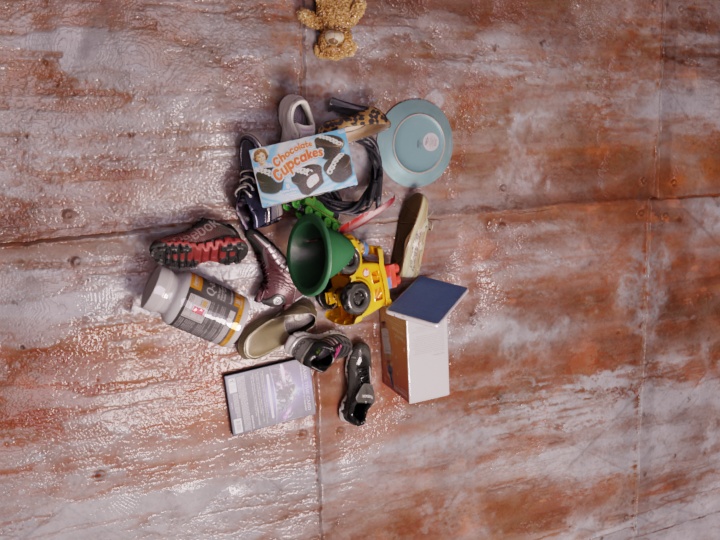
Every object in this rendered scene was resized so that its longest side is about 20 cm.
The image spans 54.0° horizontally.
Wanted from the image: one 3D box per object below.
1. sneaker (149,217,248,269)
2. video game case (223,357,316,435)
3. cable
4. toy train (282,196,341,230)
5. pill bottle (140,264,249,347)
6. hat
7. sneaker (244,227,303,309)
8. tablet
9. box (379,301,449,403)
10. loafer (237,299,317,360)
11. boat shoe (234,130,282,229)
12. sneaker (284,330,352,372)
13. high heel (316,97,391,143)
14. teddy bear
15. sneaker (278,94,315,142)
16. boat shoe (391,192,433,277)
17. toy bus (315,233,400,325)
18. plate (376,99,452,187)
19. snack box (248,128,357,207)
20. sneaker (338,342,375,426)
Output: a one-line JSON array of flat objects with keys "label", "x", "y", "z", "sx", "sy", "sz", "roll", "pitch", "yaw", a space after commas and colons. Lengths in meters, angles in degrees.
[{"label": "sneaker", "x": -0.333, "y": -0.058, "z": 1.438, "sx": 0.199, "sy": 0.098, "sz": 0.071, "roll": -5, "pitch": 142, "yaw": -28}, {"label": "video game case", "x": -0.203, "y": 0.282, "z": 1.599, "sx": 0.198, "sy": 0.019, "sz": 0.144, "roll": -11, "pitch": 104, "yaw": -22}, {"label": "cable", "x": -0.025, "y": -0.219, "z": 1.555, "sx": 0.162, "sy": 0.051, "sz": 0.202, "roll": 6, "pitch": 84, "yaw": -18}, {"label": "toy train", "x": -0.112, "y": -0.137, "z": 1.519, "sx": 0.199, "sy": 0.041, "sz": 0.057, "roll": 29, "pitch": 63, "yaw": -45}, {"label": "pill bottle", "x": -0.338, "y": 0.071, "z": 1.448, "sx": 0.199, "sy": 0.116, "sz": 0.117, "roll": 27, "pitch": 89, "yaw": -25}, {"label": "hat", "x": -0.032, "y": -0.040, "z": 1.459, "sx": 0.175, "sy": 0.200, "sz": 0.167, "roll": -4, "pitch": 72, "yaw": -36}, {"label": "sneaker", "x": -0.204, "y": 0.009, "z": 1.518, "sx": 0.115, "sy": 0.076, "sz": 0.200, "roll": -43, "pitch": 110, "yaw": -2}, {"label": "tablet", "x": 0.154, "y": 0.068, "z": 1.601, "sx": 0.200, "sy": 0.129, "sz": 0.014, "roll": -39, "pitch": 138, "yaw": -53}, {"label": "box", "x": 0.124, "y": 0.183, "z": 1.643, "sx": 0.105, "sy": 0.152, "sz": 0.202, "roll": -8, "pitch": 102, "yaw": -22}, {"label": "loafer", "x": -0.180, "y": 0.130, "z": 1.552, "sx": 0.199, "sy": 0.067, "sz": 0.076, "roll": -35, "pitch": 111, "yaw": -13}, {"label": "boat shoe", "x": -0.223, "y": -0.180, "z": 1.454, "sx": 0.093, "sy": 0.074, "sz": 0.202, "roll": -38, "pitch": 118, "yaw": -52}, {"label": "sneaker", "x": -0.078, "y": 0.184, "z": 1.563, "sx": 0.199, "sy": 0.087, "sz": 0.074, "roll": 10, "pitch": 116, "yaw": -52}, {"label": "high heel", "x": -0.019, "y": -0.272, "z": 1.491, "sx": 0.141, "sy": 0.072, "sz": 0.202, "roll": 16, "pitch": 65, "yaw": 0}, {"label": "teddy bear", "x": -0.056, "y": -0.547, "z": 1.477, "sx": 0.144, "sy": 0.067, "sz": 0.202, "roll": 14, "pitch": 94, "yaw": -22}, {"label": "sneaker", "x": -0.133, "y": -0.266, "z": 1.480, "sx": 0.074, "sy": 0.099, "sz": 0.202, "roll": -10, "pitch": 105, "yaw": -23}, {"label": "boat shoe", "x": 0.125, "y": -0.081, "z": 1.644, "sx": 0.062, "sy": 0.073, "sz": 0.202, "roll": 6, "pitch": 108, "yaw": -29}, {"label": "toy bus", "x": 0.000, "y": 0.000, "z": 1.578, "sx": 0.191, "sy": 0.135, "sz": 0.202, "roll": -19, "pitch": 105, "yaw": -32}, {"label": "plate", "x": 0.131, "y": -0.292, "z": 1.627, "sx": 0.198, "sy": 0.026, "sz": 0.202, "roll": -4, "pitch": 101, "yaw": -21}, {"label": "snack box", "x": -0.115, "y": -0.206, "z": 1.423, "sx": 0.198, "sy": 0.037, "sz": 0.117, "roll": -14, "pitch": 92, "yaw": -5}, {"label": "sneaker", "x": 0.003, "y": 0.270, "z": 1.641, "sx": 0.066, "sy": 0.090, "sz": 0.202, "roll": 6, "pitch": 98, "yaw": -29}]
